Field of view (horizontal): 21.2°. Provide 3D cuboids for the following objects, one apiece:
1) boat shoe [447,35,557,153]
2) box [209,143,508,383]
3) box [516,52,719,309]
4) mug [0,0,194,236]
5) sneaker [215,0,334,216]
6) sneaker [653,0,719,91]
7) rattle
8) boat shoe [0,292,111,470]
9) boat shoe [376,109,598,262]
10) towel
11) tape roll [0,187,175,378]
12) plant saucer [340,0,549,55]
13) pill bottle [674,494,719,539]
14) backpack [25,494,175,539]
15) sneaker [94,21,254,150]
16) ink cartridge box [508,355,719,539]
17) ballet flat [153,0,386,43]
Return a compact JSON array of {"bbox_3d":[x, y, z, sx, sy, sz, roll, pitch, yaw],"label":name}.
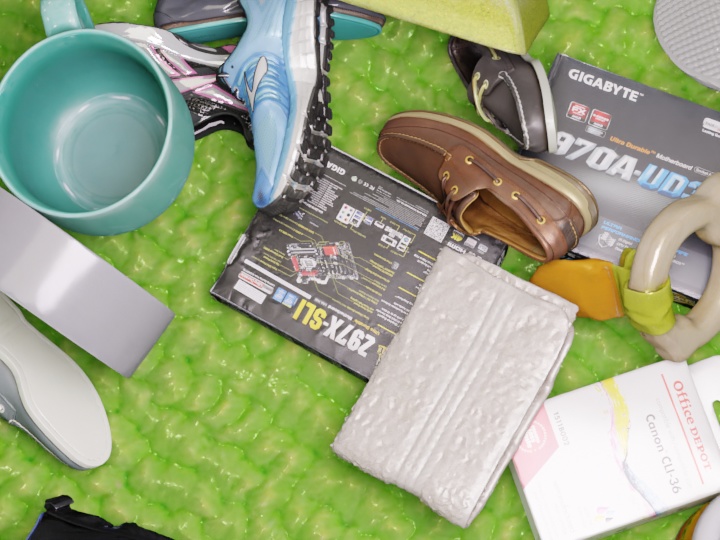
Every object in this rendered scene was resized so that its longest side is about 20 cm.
[{"bbox_3d":[0.116,-0.147,1.567,0.060,0.201,0.072,-8,119,-4],"label":"boat shoe"},{"bbox_3d":[0.000,0.000,1.597,0.200,0.049,0.160,28,82,7],"label":"box"},{"bbox_3d":[0.229,-0.072,1.606,0.200,0.046,0.159,22,80,7],"label":"box"},{"bbox_3d":[-0.205,-0.119,1.548,0.152,0.114,0.185,17,82,12],"label":"mug"},{"bbox_3d":[-0.073,-0.141,1.574,0.090,0.078,0.200,0,77,15],"label":"sneaker"},{"bbox_3d":[0.334,-0.169,1.611,0.073,0.114,0.201,-54,50,19],"label":"sneaker"},{"bbox_3d":[0.256,-0.032,1.552,0.130,0.143,0.200,38,75,-25],"label":"rattle"},{"bbox_3d":[-0.284,0.091,1.590,0.200,0.073,0.062,49,126,4],"label":"boat shoe"},{"bbox_3d":[0.092,-0.068,1.548,0.200,0.072,0.068,27,57,24],"label":"boat shoe"},{"bbox_3d":[0.077,0.089,1.526,0.132,0.034,0.200,27,81,20],"label":"towel"},{"bbox_3d":[-0.246,0.003,1.525,0.200,0.200,0.066,34,84,9],"label":"tape roll"},{"bbox_3d":[0.058,-0.244,1.574,0.200,0.200,0.048,18,110,6],"label":"plant saucer"},{"bbox_3d":[0.302,0.218,1.459,0.111,0.200,0.111,0,77,2],"label":"pill bottle"},{"bbox_3d":[-0.172,0.280,1.477,0.200,0.183,0.147,11,101,1],"label":"backpack"},{"bbox_3d":[-0.158,-0.152,1.621,0.200,0.080,0.086,9,79,5],"label":"sneaker"},{"bbox_3d":[0.222,0.143,1.547,0.200,0.068,0.117,-19,76,-2],"label":"ink cartridge box"},{"bbox_3d":[-0.079,-0.233,1.642,0.200,0.073,0.073,-2,77,4],"label":"ballet flat"}]
